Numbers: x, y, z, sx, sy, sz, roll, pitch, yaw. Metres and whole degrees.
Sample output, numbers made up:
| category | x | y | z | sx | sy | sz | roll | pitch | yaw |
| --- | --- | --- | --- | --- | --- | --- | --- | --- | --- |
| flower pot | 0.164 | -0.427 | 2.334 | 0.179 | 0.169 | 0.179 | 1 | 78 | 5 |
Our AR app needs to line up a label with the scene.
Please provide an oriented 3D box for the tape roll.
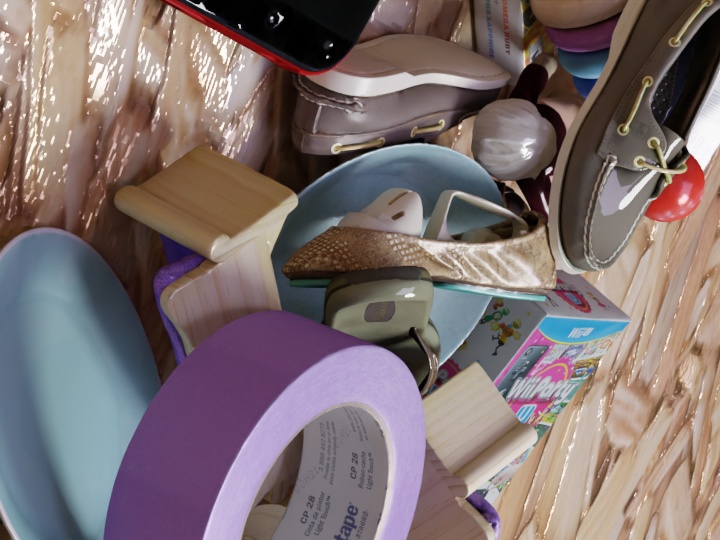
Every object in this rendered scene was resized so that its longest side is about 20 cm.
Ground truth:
| category | x | y | z | sx | sy | sz | roll | pitch | yaw |
| --- | --- | --- | --- | --- | --- | --- | --- | --- | --- |
| tape roll | -0.047 | 0.126 | 1.053 | 0.200 | 0.066 | 0.200 | -33 | 133 | -45 |

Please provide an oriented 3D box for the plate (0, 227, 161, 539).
| category | x | y | z | sx | sy | sz | roll | pitch | yaw |
| --- | --- | --- | --- | --- | --- | --- | --- | --- | --- |
| plate | -0.157 | 0.077 | 1.029 | 0.200 | 0.026 | 0.201 | -12 | 90 | -69 |

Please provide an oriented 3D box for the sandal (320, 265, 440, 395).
| category | x | y | z | sx | sy | sz | roll | pitch | yaw |
| --- | --- | --- | --- | --- | --- | --- | --- | --- | --- |
| sandal | 0.012 | 0.052 | 1.173 | 0.201 | 0.080 | 0.057 | 79 | -2 | -71 |

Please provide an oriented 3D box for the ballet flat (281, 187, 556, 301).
| category | x | y | z | sx | sy | sz | roll | pitch | yaw |
| --- | --- | --- | --- | --- | --- | --- | --- | --- | --- |
| ballet flat | 0.038 | -0.018 | 1.192 | 0.200 | 0.070 | 0.065 | 3 | 92 | -39 |

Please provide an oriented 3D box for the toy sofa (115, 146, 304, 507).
| category | x | y | z | sx | sy | sz | roll | pitch | yaw |
| --- | --- | --- | --- | --- | --- | --- | --- | --- | --- |
| toy sofa | -0.082 | 0.040 | 1.114 | 0.098 | 0.083 | 0.200 | -37 | 135 | -27 |

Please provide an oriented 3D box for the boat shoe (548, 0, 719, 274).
| category | x | y | z | sx | sy | sz | roll | pitch | yaw |
| --- | --- | --- | --- | --- | --- | --- | --- | --- | --- |
| boat shoe | 0.178 | -0.090 | 1.230 | 0.072 | 0.060 | 0.202 | 32 | 76 | -47 |

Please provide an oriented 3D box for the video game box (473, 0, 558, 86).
| category | x | y | z | sx | sy | sz | roll | pitch | yaw |
| --- | --- | --- | --- | --- | --- | --- | --- | --- | --- |
| video game box | 0.145 | -0.255 | 1.358 | 0.200 | 0.047 | 0.182 | -45 | 139 | -36 |

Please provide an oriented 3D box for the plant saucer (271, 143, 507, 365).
| category | x | y | z | sx | sy | sz | roll | pitch | yaw |
| --- | --- | --- | --- | --- | --- | --- | --- | --- | --- |
| plant saucer | 0.000 | 0.000 | 1.239 | 0.201 | 0.039 | 0.201 | -19 | 130 | -24 |

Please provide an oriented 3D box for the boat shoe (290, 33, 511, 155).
| category | x | y | z | sx | sy | sz | roll | pitch | yaw |
| --- | --- | --- | --- | --- | --- | --- | --- | --- | --- |
| boat shoe | 0.025 | -0.108 | 1.230 | 0.200 | 0.072 | 0.060 | -13 | 127 | -56 |

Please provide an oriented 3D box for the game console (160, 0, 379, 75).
| category | x | y | z | sx | sy | sz | roll | pitch | yaw |
| --- | --- | --- | --- | --- | --- | --- | --- | --- | --- |
| game console | -0.039 | -0.208 | 1.058 | 0.200 | 0.031 | 0.177 | 23 | 97 | -51 |

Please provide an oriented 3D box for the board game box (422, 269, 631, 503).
| category | x | y | z | sx | sy | sz | roll | pitch | yaw |
| --- | --- | --- | --- | --- | --- | --- | --- | --- | --- |
| board game box | 0.083 | 0.090 | 1.376 | 0.200 | 0.064 | 0.147 | -55 | 153 | 17 |

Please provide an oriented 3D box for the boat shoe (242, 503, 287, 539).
| category | x | y | z | sx | sy | sz | roll | pitch | yaw |
| --- | --- | --- | --- | --- | --- | --- | --- | --- | --- |
| boat shoe | -0.044 | 0.195 | 1.194 | 0.069 | 0.200 | 0.071 | -34 | 109 | -26 |

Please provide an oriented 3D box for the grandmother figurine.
| category | x | y | z | sx | sy | sz | roll | pitch | yaw |
| --- | --- | --- | --- | --- | --- | --- | --- | --- | --- |
| grandmother figurine | 0.119 | -0.084 | 1.308 | 0.200 | 0.060 | 0.122 | -3 | 78 | -70 |

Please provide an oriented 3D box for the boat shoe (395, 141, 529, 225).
| category | x | y | z | sx | sy | sz | roll | pitch | yaw |
| --- | --- | --- | --- | --- | --- | --- | --- | --- | --- |
| boat shoe | 0.081 | -0.040 | 1.331 | 0.200 | 0.072 | 0.072 | 44 | 45 | -56 |

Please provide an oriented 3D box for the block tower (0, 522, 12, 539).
| category | x | y | z | sx | sy | sz | roll | pitch | yaw |
| --- | --- | --- | --- | --- | --- | --- | --- | --- | --- |
| block tower | -0.144 | 0.184 | 1.144 | 0.058 | 0.054 | 0.200 | -61 | 148 | -12 |

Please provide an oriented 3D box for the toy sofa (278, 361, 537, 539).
| category | x | y | z | sx | sy | sz | roll | pitch | yaw |
| --- | --- | --- | --- | --- | --- | --- | --- | --- | --- |
| toy sofa | 0.024 | 0.152 | 1.251 | 0.083 | 0.098 | 0.200 | -31 | 173 | -47 |

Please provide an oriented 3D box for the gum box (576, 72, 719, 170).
| category | x | y | z | sx | sy | sz | roll | pitch | yaw |
| --- | --- | --- | --- | --- | --- | --- | --- | --- | --- |
| gum box | 0.229 | -0.142 | 1.429 | 0.066 | 0.114 | 0.200 | 23 | 107 | -22 |

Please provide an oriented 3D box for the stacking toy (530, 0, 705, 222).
| category | x | y | z | sx | sy | sz | roll | pitch | yaw |
| --- | --- | --- | --- | --- | --- | --- | --- | --- | --- |
| stacking toy | 0.188 | -0.118 | 1.328 | 0.085 | 0.085 | 0.200 | -48 | 125 | -33 |
